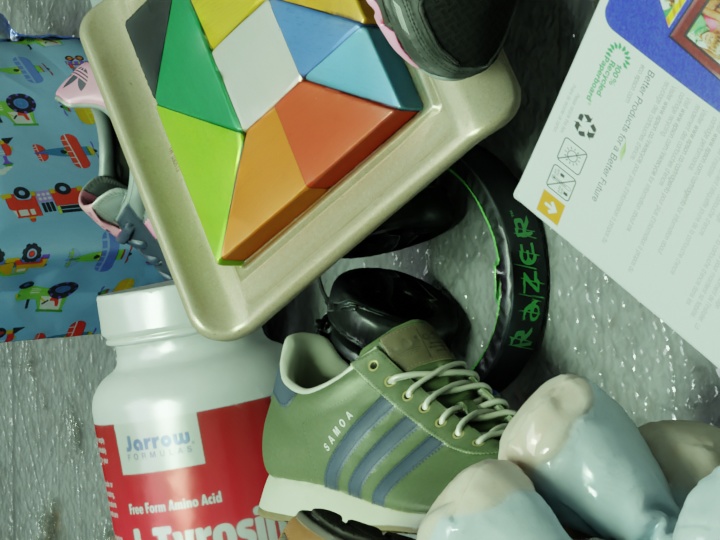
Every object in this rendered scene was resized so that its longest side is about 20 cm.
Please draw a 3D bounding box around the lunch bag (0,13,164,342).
[{"bbox_3d":[-0.183,-0.067,1.612,0.094,0.150,0.201,-59,44,47],"label":"lunch bag"}]

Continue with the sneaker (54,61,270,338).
[{"bbox_3d":[-0.106,-0.026,1.509,0.070,0.082,0.201,24,133,63],"label":"sneaker"}]

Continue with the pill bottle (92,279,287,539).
[{"bbox_3d":[-0.074,0.104,1.453,0.112,0.112,0.202,-7,94,62],"label":"pill bottle"}]

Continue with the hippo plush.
[{"bbox_3d":[0.117,0.139,1.075,0.161,0.158,0.202,-4,90,62],"label":"hippo plush"}]

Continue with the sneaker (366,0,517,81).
[{"bbox_3d":[0.056,-0.166,1.144,0.095,0.079,0.201,29,121,44],"label":"sneaker"}]

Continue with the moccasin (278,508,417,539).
[{"bbox_3d":[0.046,0.158,1.169,0.074,0.201,0.078,28,97,52],"label":"moccasin"}]

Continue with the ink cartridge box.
[{"bbox_3d":[0.167,-0.044,1.051,0.200,0.047,0.198,39,132,19],"label":"ink cartridge box"}]

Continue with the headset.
[{"bbox_3d":[0.000,0.000,1.341,0.199,0.094,0.125,5,98,50],"label":"headset"}]

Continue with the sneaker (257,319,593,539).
[{"bbox_3d":[0.025,0.066,1.229,0.199,0.067,0.091,0,89,49],"label":"sneaker"}]

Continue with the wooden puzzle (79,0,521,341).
[{"bbox_3d":[-0.037,-0.094,1.280,0.200,0.037,0.186,-37,64,32],"label":"wooden puzzle"}]

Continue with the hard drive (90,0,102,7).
[{"bbox_3d":[-0.104,-0.142,1.543,0.200,0.026,0.133,42,152,53],"label":"hard drive"}]

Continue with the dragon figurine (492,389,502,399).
[{"bbox_3d":[0.058,0.152,1.289,0.099,0.058,0.201,50,131,50],"label":"dragon figurine"}]
